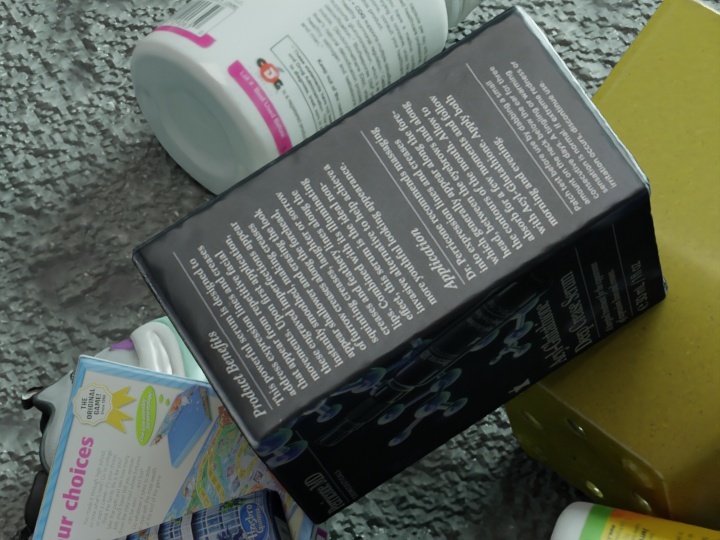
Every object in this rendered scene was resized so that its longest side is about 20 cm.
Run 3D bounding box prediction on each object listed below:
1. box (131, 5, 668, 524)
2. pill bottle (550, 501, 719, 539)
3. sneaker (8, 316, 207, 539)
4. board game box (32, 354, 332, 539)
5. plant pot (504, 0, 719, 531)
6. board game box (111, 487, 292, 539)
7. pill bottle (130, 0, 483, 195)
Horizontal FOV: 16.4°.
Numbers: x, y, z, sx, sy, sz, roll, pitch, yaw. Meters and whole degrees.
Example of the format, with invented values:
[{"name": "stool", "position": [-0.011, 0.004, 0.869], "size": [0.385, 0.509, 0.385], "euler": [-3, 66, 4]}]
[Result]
[{"name": "box", "position": [0.023, 0.002, 1.100], "size": [0.200, 0.148, 0.107], "euler": [-33, 69, -1]}, {"name": "pill bottle", "position": [0.181, 0.181, 1.155], "size": [0.200, 0.111, 0.111], "euler": [12, 54, 12]}, {"name": "sneaker", "position": [-0.110, 0.124, 1.247], "size": [0.140, 0.078, 0.200], "euler": [-24, 50, -11]}, {"name": "board game box", "position": [-0.091, 0.151, 1.177], "size": [0.134, 0.034, 0.200], "euler": [11, 79, 13]}, {"name": "plant pot", "position": [0.172, 0.024, 1.236], "size": [0.195, 0.194, 0.200], "euler": [38, 75, 27]}, {"name": "board game box", "position": [-0.108, 0.218, 1.114], "size": [0.200, 0.062, 0.200], "euler": [-19, 74, 5]}, {"name": "pill bottle", "position": [-0.023, -0.137, 1.413], "size": [0.113, 0.113, 0.200], "euler": [36, 63, 27]}]
